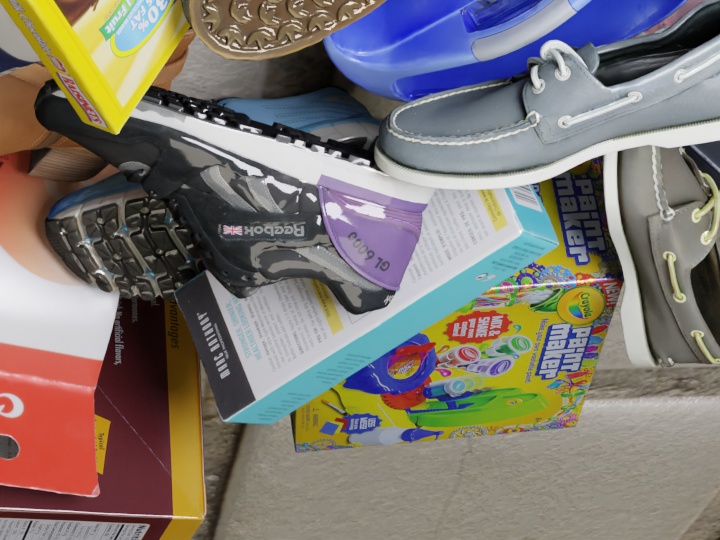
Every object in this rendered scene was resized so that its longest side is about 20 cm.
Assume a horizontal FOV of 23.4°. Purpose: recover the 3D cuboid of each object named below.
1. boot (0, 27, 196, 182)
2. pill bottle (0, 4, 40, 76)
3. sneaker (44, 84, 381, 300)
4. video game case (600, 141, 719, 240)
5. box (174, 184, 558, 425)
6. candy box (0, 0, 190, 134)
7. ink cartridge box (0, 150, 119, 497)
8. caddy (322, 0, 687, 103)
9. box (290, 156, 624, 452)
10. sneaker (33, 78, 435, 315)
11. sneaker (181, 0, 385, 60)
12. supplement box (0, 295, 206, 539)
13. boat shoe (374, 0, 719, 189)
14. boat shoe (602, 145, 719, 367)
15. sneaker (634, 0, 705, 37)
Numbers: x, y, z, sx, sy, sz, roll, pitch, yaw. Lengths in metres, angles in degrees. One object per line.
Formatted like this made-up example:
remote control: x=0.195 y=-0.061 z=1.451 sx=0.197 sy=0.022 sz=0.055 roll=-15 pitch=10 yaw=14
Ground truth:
boot: x=-0.188 y=-0.099 z=0.889 sx=0.199 sy=0.077 sz=0.155 roll=6 pitch=152 yaw=-29
pill bottle: x=-0.190 y=-0.142 z=0.782 sx=0.199 sy=0.120 sz=0.120 roll=-18 pitch=148 yaw=18
sneaker: x=-0.081 y=-0.050 z=0.982 sx=0.199 sy=0.090 sz=0.079 roll=-17 pitch=133 yaw=-5
video game case: x=0.191 y=-0.030 z=1.040 sx=0.019 sy=0.143 sz=0.200 roll=-36 pitch=152 yaw=-13
box: x=0.000 y=0.000 z=0.919 sx=0.200 sy=0.083 sz=0.049 roll=-33 pitch=157 yaw=23
candy box: x=-0.072 y=-0.164 z=0.719 sx=0.026 sy=0.201 sz=0.102 roll=23 pitch=161 yaw=23
ink cartridge box: x=-0.211 y=0.016 z=0.964 sx=0.162 sy=0.201 sz=0.050 roll=13 pitch=144 yaw=-31
caddy: x=0.072 y=-0.151 z=0.833 sx=0.199 sy=0.105 sz=0.141 roll=-25 pitch=144 yaw=29
box: x=0.047 y=0.010 z=1.088 sx=0.191 sy=0.123 sz=0.200 roll=-5 pitch=150 yaw=-5
sneaker: x=-0.068 y=-0.033 z=0.847 sx=0.199 sy=0.088 sz=0.076 roll=17 pitch=-172 yaw=-5
sneaker: x=0.002 y=-0.170 z=0.750 sx=0.200 sy=0.090 sz=0.067 roll=-40 pitch=117 yaw=1
supplement box: x=-0.212 y=0.086 z=1.086 sx=0.199 sy=0.198 sz=0.133 roll=6 pitch=148 yaw=-20
boat shoe: x=0.101 y=-0.089 z=0.821 sx=0.199 sy=0.073 sz=0.062 roll=-10 pitch=126 yaw=-1
boat shoe: x=0.171 y=-0.025 z=0.948 sx=0.060 sy=0.072 sz=0.202 roll=4 pitch=135 yaw=22
sneaker: x=0.169 y=-0.125 z=0.901 sx=0.200 sy=0.105 sz=0.075 roll=-26 pitch=147 yaw=31
